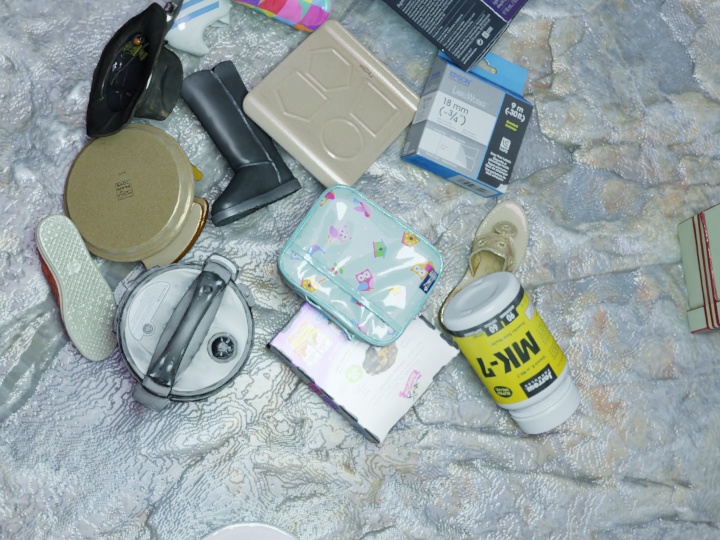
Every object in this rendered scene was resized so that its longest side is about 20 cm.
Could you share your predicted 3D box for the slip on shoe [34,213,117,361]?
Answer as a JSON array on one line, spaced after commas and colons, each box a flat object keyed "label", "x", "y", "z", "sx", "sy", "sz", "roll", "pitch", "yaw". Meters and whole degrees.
[{"label": "slip on shoe", "x": -0.370, "y": 0.022, "z": 1.571, "sx": 0.074, "sy": 0.061, "sz": 0.201, "roll": -26, "pitch": 101, "yaw": -24}]

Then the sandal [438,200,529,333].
[{"label": "sandal", "x": 0.181, "y": -0.006, "z": 1.660, "sx": 0.077, "sy": 0.070, "sz": 0.212, "roll": 32, "pitch": 79, "yaw": -4}]

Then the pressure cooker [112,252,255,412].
[{"label": "pressure cooker", "x": -0.217, "y": 0.077, "z": 1.515, "sx": 0.178, "sy": 0.200, "sz": 0.177, "roll": -14, "pitch": 86, "yaw": -11}]

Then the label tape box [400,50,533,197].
[{"label": "label tape box", "x": 0.158, "y": -0.222, "z": 1.676, "sx": 0.144, "sy": 0.063, "sz": 0.201, "roll": 22, "pitch": 80, "yaw": -17}]

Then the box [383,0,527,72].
[{"label": "box", "x": 0.124, "y": -0.396, "z": 1.653, "sx": 0.200, "sy": 0.104, "sz": 0.148, "roll": 40, "pitch": 43, "yaw": -4}]

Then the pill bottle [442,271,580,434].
[{"label": "pill bottle", "x": 0.205, "y": 0.112, "z": 1.609, "sx": 0.114, "sy": 0.114, "sz": 0.200, "roll": -38, "pitch": 107, "yaw": -12}]

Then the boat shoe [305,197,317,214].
[{"label": "boat shoe", "x": 0.020, "y": -0.049, "z": 1.641, "sx": 0.199, "sy": 0.071, "sz": 0.070, "roll": 18, "pitch": 83, "yaw": 0}]

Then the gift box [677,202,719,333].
[{"label": "gift box", "x": 0.568, "y": 0.002, "z": 1.668, "sx": 0.199, "sy": 0.185, "sz": 0.188, "roll": -5, "pitch": 82, "yaw": -4}]

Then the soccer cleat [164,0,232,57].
[{"label": "soccer cleat", "x": -0.204, "y": -0.386, "z": 1.652, "sx": 0.086, "sy": 0.070, "sz": 0.201, "roll": 29, "pitch": 80, "yaw": -23}]

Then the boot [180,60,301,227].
[{"label": "boot", "x": -0.182, "y": -0.169, "z": 1.593, "sx": 0.165, "sy": 0.066, "sz": 0.201, "roll": -30, "pitch": 93, "yaw": -53}]

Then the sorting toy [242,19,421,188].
[{"label": "sorting toy", "x": -0.037, "y": -0.224, "z": 1.652, "sx": 0.185, "sy": 0.036, "sz": 0.200, "roll": 42, "pitch": 63, "yaw": -2}]

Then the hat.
[{"label": "hat", "x": -0.282, "y": -0.244, "z": 1.576, "sx": 0.081, "sy": 0.200, "sz": 0.201, "roll": 29, "pitch": 77, "yaw": -35}]

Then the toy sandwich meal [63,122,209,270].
[{"label": "toy sandwich meal", "x": -0.293, "y": -0.096, "z": 1.591, "sx": 0.204, "sy": 0.070, "sz": 0.206, "roll": -2, "pitch": 81, "yaw": 13}]

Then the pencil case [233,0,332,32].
[{"label": "pencil case", "x": -0.130, "y": -0.387, "z": 1.610, "sx": 0.200, "sy": 0.088, "sz": 0.089, "roll": 16, "pitch": 79, "yaw": -39}]

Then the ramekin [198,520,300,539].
[{"label": "ramekin", "x": -0.144, "y": 0.420, "z": 1.537, "sx": 0.201, "sy": 0.094, "sz": 0.203, "roll": 1, "pitch": 82, "yaw": -9}]

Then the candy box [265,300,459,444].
[{"label": "candy box", "x": 0.003, "y": 0.105, "z": 1.615, "sx": 0.200, "sy": 0.072, "sz": 0.168, "roll": 43, "pitch": 78, "yaw": -2}]

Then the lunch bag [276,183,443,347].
[{"label": "lunch bag", "x": 0.000, "y": 0.000, "z": 1.553, "sx": 0.200, "sy": 0.077, "sz": 0.161, "roll": 36, "pitch": 78, "yaw": -1}]
